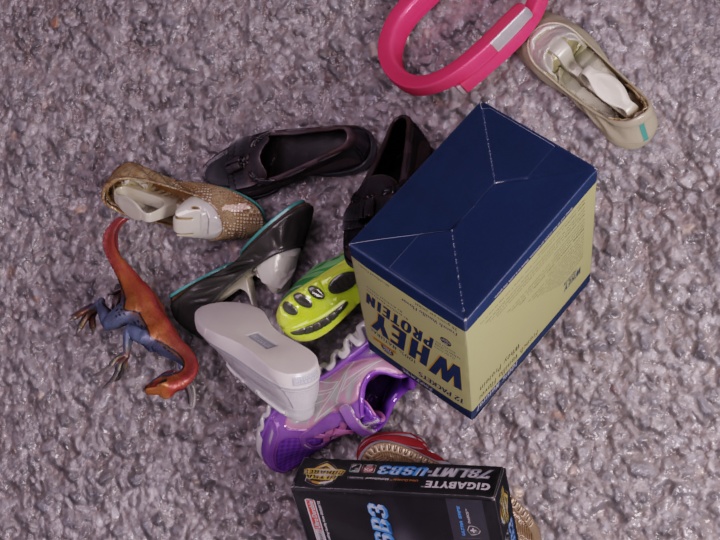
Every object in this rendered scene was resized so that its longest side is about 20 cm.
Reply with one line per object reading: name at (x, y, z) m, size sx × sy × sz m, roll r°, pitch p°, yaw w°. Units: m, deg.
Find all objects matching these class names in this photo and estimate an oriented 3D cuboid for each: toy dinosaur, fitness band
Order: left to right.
toy dinosaur at (-0.232, 0.060, 1.588) m, size 0.181 × 0.105 × 0.200 m, roll 13°, pitch 113°, yaw 49°
fitness band at (0.107, -0.264, 1.578) m, size 0.200 × 0.037 × 0.144 m, roll -42°, pitch 49°, yaw 8°

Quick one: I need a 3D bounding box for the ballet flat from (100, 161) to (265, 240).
ballet flat at (-0.199, -0.065, 1.649) m, size 0.200 × 0.065 × 0.071 m, roll 15°, pitch 127°, yaw 27°

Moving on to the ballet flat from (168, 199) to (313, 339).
ballet flat at (-0.114, 0.006, 1.614) m, size 0.200 × 0.068 × 0.068 m, roll -36°, pitch 79°, yaw 21°

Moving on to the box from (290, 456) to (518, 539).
box at (0.051, 0.266, 1.438) m, size 0.198 × 0.200 × 0.050 m, roll 0°, pitch 36°, yaw 19°

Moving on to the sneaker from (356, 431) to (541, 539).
sneaker at (0.083, 0.220, 1.500) m, size 0.200 × 0.112 × 0.071 m, roll 31°, pitch 89°, yaw -7°

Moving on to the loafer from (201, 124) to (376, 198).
loafer at (-0.085, -0.125, 1.625) m, size 0.200 × 0.063 × 0.072 m, roll -10°, pitch 76°, yaw 18°

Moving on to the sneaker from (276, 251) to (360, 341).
sneaker at (0.000, 0.000, 1.558) m, size 0.200 × 0.084 × 0.074 m, roll -26°, pitch 109°, yaw -4°

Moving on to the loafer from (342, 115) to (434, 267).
loafer at (0.021, -0.081, 1.509) m, size 0.072 × 0.063 × 0.200 m, roll -8°, pitch 33°, yaw 28°

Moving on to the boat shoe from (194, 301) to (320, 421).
boat shoe at (-0.103, 0.090, 1.525) m, size 0.200 × 0.072 × 0.069 m, roll 26°, pitch 125°, yaw 45°

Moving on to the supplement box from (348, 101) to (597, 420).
supplement box at (0.110, -0.006, 1.425) m, size 0.134 × 0.200 × 0.200 m, roll 34°, pitch 69°, yaw 23°

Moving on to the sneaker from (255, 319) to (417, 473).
sneaker at (-0.019, 0.139, 1.528) m, size 0.200 × 0.080 × 0.088 m, roll -43°, pitch 48°, yaw 7°

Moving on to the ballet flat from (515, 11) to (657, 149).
ballet flat at (0.222, -0.203, 1.526) m, size 0.069 × 0.069 × 0.200 m, roll -47°, pitch 68°, yaw 6°
